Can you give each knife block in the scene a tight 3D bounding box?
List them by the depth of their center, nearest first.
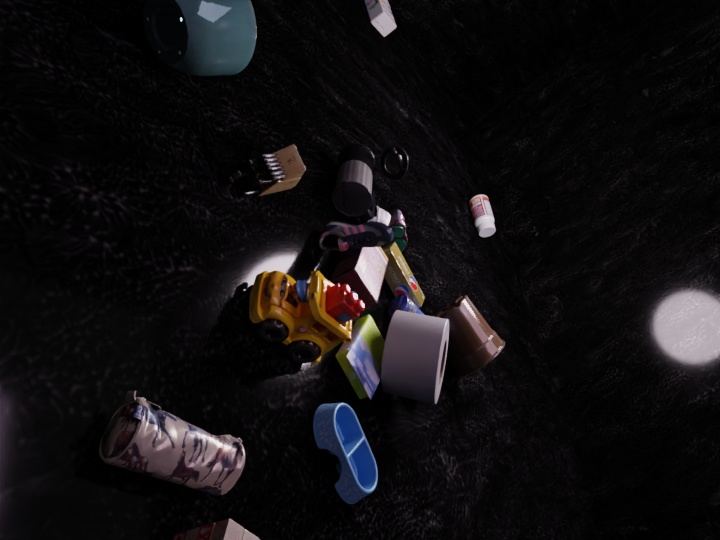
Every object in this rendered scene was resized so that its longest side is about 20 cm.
[{"bbox_3d":[-0.216,-0.210,1.191,0.066,0.172,0.199,62,-18,-2],"label":"knife block"}]

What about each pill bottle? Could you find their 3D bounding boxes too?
[{"bbox_3d":[0.643,-0.286,2.767,0.109,0.107,0.207,30,44,-48],"label":"pill bottle"}]

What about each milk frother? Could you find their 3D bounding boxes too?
[{"bbox_3d":[0.032,-0.267,1.517,0.179,0.197,0.192,38,36,-29],"label":"milk frother"}]

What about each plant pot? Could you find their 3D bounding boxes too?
[{"bbox_3d":[-0.334,-0.491,1.055,0.160,0.197,0.205,-39,102,-50],"label":"plant pot"},{"bbox_3d":[0.342,0.206,1.736,0.202,0.198,0.199,57,27,1],"label":"plant pot"}]

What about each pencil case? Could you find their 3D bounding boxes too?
[{"bbox_3d":[-0.248,0.242,0.722,0.199,0.076,0.092,40,55,-40],"label":"pencil case"},{"bbox_3d":[0.158,0.153,1.546,0.200,0.086,0.079,46,73,-33],"label":"pencil case"}]

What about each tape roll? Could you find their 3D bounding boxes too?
[{"bbox_3d":[0.139,0.212,1.300,0.202,0.134,0.211,9,90,-74],"label":"tape roll"}]

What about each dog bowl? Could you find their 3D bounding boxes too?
[{"bbox_3d":[-0.026,0.363,1.064,0.111,0.049,0.206,-21,87,-63],"label":"dog bowl"}]

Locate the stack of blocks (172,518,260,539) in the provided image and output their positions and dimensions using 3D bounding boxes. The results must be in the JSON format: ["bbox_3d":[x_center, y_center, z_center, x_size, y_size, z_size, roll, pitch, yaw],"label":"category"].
[{"bbox_3d":[-0.154,0.419,0.710,0.201,0.113,0.060,50,30,-29],"label":"stack of blocks"}]

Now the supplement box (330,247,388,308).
[{"bbox_3d":[0.000,0.000,1.370,0.112,0.084,0.202,54,29,-22],"label":"supplement box"}]

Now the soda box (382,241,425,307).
[{"bbox_3d":[0.120,0.022,1.597,0.204,0.063,0.068,60,27,-11],"label":"soda box"}]

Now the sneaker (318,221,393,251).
[{"bbox_3d":[-0.014,-0.073,1.303,0.083,0.193,0.072,-58,140,-45],"label":"sneaker"}]

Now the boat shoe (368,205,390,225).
[{"bbox_3d":[0.045,-0.133,1.591,0.068,0.072,0.203,35,40,-12],"label":"boat shoe"}]

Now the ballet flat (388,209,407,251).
[{"bbox_3d":[0.114,-0.120,1.609,0.201,0.066,0.074,84,15,-66],"label":"ballet flat"}]

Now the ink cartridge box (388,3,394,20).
[{"bbox_3d":[0.092,-1.296,2.608,0.143,0.082,0.207,14,56,-57],"label":"ink cartridge box"}]

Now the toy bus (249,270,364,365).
[{"bbox_3d":[-0.093,0.070,1.028,0.199,0.188,0.139,41,36,-36],"label":"toy bus"}]

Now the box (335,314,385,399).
[{"bbox_3d":[0.009,0.208,1.256,0.125,0.047,0.201,60,26,-12],"label":"box"}]
